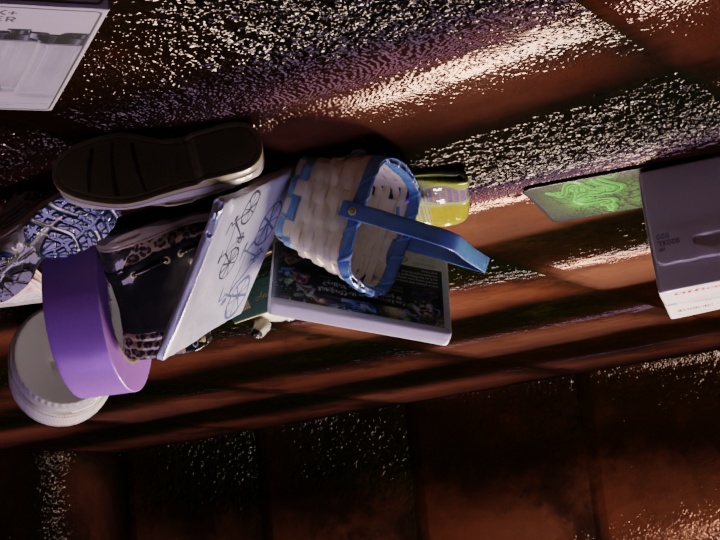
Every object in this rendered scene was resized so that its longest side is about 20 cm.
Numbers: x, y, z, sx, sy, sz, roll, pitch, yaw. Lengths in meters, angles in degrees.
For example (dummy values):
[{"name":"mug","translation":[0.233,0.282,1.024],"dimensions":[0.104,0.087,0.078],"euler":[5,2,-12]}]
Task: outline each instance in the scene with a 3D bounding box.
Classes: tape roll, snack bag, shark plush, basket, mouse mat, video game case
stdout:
[{"name":"tape roll","translation":[-0.291,0.038,1.605],"dimensions":[0.065,0.203,0.200],"euler":[-8,168,8]},{"name":"snack bag","translation":[-0.135,-0.010,1.440],"dimensions":[0.021,0.190,0.200],"euler":[29,-157,11]},{"name":"shark plush","translation":[-0.129,0.030,2.071],"dimensions":[0.082,0.092,0.199],"euler":[13,-162,31]},{"name":"basket","translation":[0.025,-0.043,1.476],"dimensions":[0.198,0.141,0.176],"euler":[21,176,18]},{"name":"mouse mat","translation":[0.294,-0.091,1.759],"dimensions":[0.159,0.008,0.200],"euler":[-10,167,18]},{"name":"video game case","translation":[0.000,0.000,1.580],"dimensions":[0.197,0.183,0.024],"euler":[11,128,-8]}]

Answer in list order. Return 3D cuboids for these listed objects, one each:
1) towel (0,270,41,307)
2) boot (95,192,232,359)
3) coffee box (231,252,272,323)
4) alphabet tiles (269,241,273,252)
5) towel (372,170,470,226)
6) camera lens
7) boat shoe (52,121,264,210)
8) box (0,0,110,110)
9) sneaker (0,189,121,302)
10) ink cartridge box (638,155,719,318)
[{"name":"towel","translation":[-0.509,0.023,1.847],"dimensions":[0.197,0.033,0.191],"euler":[-7,168,0]},{"name":"boot","translation":[-0.182,0.004,1.552],"dimensions":[0.198,0.153,0.073],"euler":[-15,-160,-23]},{"name":"coffee box","translation":[-0.075,0.001,1.704],"dimensions":[0.122,0.044,0.200],"euler":[-19,-171,19]},{"name":"alphabet tiles","translation":[-0.155,-0.007,1.718],"dimensions":[0.199,0.015,0.195],"euler":[-31,176,19]},{"name":"towel","translation":[0.058,-0.078,1.666],"dimensions":[0.141,0.023,0.200],"euler":[-5,168,1]},{"name":"camera lens","translation":[-0.436,0.140,2.110],"dimensions":[0.158,0.162,0.200],"euler":[-3,168,-14]},{"name":"boat shoe","translation":[-0.188,-0.090,1.360],"dimensions":[0.197,0.076,0.068],"euler":[-6,163,-3]},{"name":"box","translation":[-0.249,-0.171,0.981],"dimensions":[0.115,0.061,0.200],"euler":[-1,167,-24]},{"name":"sneaker","translation":[-0.334,-0.054,1.488],"dimensions":[0.198,0.086,0.077],"euler":[-30,137,12]},{"name":"ink cartridge box","translation":[0.418,-0.040,1.709],"dimensions":[0.145,0.147,0.200],"euler":[-12,167,13]}]
